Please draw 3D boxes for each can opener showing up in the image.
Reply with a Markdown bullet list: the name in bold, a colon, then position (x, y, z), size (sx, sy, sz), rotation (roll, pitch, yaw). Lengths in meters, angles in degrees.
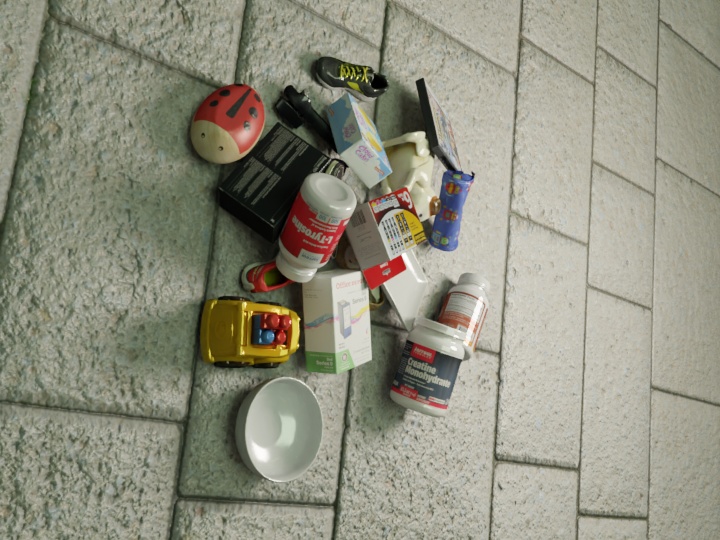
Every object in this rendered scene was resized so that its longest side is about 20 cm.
- **can opener**: position (-0.103, -0.331, 1.786), size (0.199, 0.078, 0.064), rotation (39, 22, -35)

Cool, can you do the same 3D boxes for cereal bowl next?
- **cereal bowl**: position (-0.172, 0.316, 1.615), size (0.197, 0.082, 0.205), rotation (6, 81, -41)

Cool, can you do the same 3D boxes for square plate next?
- **square plate**: position (0.088, 0.009, 1.886), size (0.200, 0.028, 0.201), rotation (61, 32, -24)

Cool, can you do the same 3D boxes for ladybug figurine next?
- **ladybug figurine**: position (-0.257, -0.302, 1.602), size (0.134, 0.072, 0.202), rotation (30, 57, -8)

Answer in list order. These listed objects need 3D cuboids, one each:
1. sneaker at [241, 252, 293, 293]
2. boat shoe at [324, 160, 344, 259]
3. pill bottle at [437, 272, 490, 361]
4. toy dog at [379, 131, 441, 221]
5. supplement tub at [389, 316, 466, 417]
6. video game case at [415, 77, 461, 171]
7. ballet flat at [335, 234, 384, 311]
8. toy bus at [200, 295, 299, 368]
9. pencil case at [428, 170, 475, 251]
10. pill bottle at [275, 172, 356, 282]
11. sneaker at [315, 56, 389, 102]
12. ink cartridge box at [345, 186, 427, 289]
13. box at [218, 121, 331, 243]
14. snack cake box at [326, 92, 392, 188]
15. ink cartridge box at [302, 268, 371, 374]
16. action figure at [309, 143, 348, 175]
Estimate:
- **sneaker**: position (-0.150, 0.003, 1.670), size (0.198, 0.084, 0.079), rotation (-28, 112, -38)
- **boat shoe**: position (-0.057, -0.122, 1.661), size (0.072, 0.064, 0.204), rotation (-15, 121, -73)
- **pill bottle**: position (0.254, 0.112, 2.004), size (0.112, 0.111, 0.203), rotation (41, 60, -30)
- **toy dog**: position (0.119, -0.216, 1.929), size (0.193, 0.137, 0.205), rotation (-14, 95, -61)
- **supplement tub**: position (0.158, 0.222, 1.857), size (0.139, 0.139, 0.204), rotation (20, 87, -38)
- **video game case**: position (0.196, -0.344, 1.983), size (0.180, 0.025, 0.204), rotation (39, 37, -57)
- **ballet flat**: position (0.000, 0.000, 1.821), size (0.070, 0.065, 0.202), rotation (-42, 111, -32)
- **toy bus**: position (-0.182, 0.117, 1.561), size (0.197, 0.190, 0.139), rotation (9, 77, -42)
- **pencil case**: position (0.222, -0.150, 1.975), size (0.087, 0.076, 0.204), rotation (-65, 167, -61)
- **pill bottle**: position (-0.094, -0.079, 1.576), size (0.110, 0.202, 0.113), rotation (19, 34, -14)
- **sneaker**: position (-0.016, -0.451, 1.853), size (0.197, 0.084, 0.076), rotation (9, 77, -41)
- **ink cartridge box**: position (0.062, -0.073, 1.772), size (0.199, 0.083, 0.179), rotation (-28, 97, -58)
- **box**: position (-0.171, -0.178, 1.629), size (0.140, 0.079, 0.201), rotation (33, 64, 10)
- **snack cake box**: position (-0.006, -0.288, 1.775), size (0.115, 0.067, 0.202), rotation (45, 20, -38)
- **ink cartridge box**: position (-0.050, 0.104, 1.711), size (0.144, 0.086, 0.205), rotation (-11, 99, -58)
- **action figure**: position (-0.124, -0.176, 1.740), size (0.195, 0.105, 0.198), rotation (1, 76, -12)
